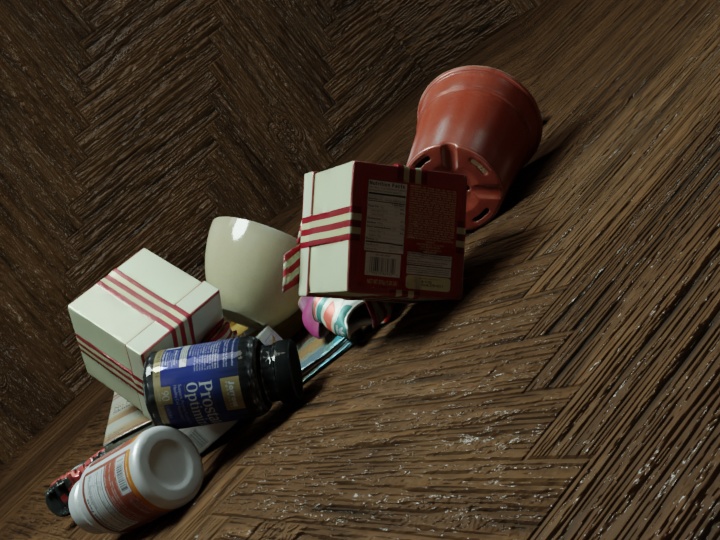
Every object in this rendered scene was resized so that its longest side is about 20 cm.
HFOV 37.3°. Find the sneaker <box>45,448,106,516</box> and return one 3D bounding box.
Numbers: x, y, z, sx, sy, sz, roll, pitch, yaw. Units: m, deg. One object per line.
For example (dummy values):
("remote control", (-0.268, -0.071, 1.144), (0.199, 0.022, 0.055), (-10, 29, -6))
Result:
("sneaker", (-0.438, 0.343, 1.814), (0.200, 0.071, 0.098), (-32, 1, 8))

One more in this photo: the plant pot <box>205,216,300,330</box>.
("plant pot", (-0.168, 0.018, 1.703), (0.200, 0.200, 0.135), (-16, 51, 67))

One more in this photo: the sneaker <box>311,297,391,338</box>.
("sneaker", (0.034, 0.035, 1.502), (0.200, 0.070, 0.093), (-29, 40, -20))

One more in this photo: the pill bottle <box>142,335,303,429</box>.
("pill bottle", (-0.184, 0.150, 1.450), (0.199, 0.112, 0.112), (-10, 15, 7))

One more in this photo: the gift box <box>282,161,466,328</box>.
("gift box", (0.014, -0.030, 1.362), (0.187, 0.184, 0.201), (177, 102, -67))

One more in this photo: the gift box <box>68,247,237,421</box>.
("gift box", (-0.300, 0.107, 1.614), (0.185, 0.187, 0.200), (-45, -32, -29))

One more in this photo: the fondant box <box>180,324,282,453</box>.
("fondant box", (-0.201, 0.187, 1.627), (0.144, 0.058, 0.200), (-42, 8, 35))

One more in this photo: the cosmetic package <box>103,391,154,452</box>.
("cosmetic package", (-0.342, 0.245, 1.715), (0.103, 0.087, 0.200), (-28, 20, 1))

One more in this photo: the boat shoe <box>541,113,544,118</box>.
("boat shoe", (0.266, -0.275, 1.950), (0.074, 0.068, 0.199), (-41, 10, -8))

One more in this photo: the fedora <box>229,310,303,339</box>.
("fedora", (-0.149, 0.082, 1.873), (0.200, 0.082, 0.201), (-38, 7, 6))

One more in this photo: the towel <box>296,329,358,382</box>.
("towel", (-0.062, 0.111, 1.599), (0.147, 0.022, 0.200), (-38, 10, 9))

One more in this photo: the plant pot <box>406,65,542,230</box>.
("plant pot", (0.158, -0.173, 1.600), (0.201, 0.201, 0.195), (-32, 20, 37))

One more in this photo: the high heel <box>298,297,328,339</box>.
("high heel", (-0.024, 0.005, 1.575), (0.200, 0.067, 0.096), (-62, 30, 19))

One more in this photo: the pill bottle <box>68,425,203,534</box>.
("pill bottle", (-0.312, 0.293, 1.454), (0.200, 0.112, 0.112), (-31, 13, 40))
